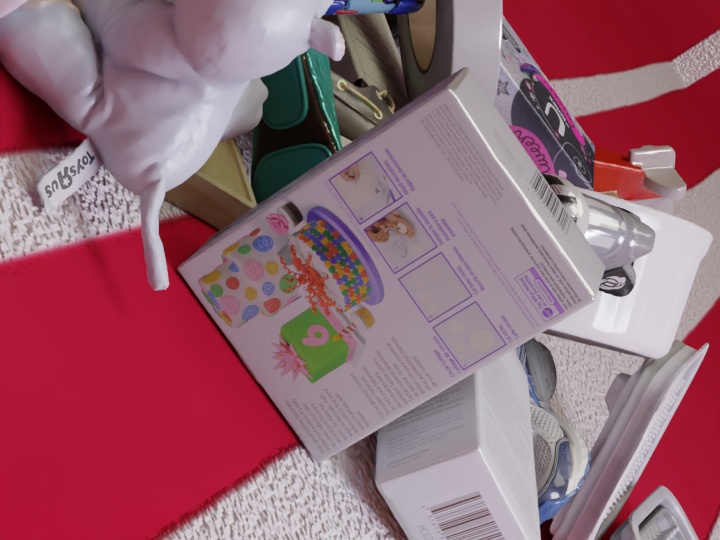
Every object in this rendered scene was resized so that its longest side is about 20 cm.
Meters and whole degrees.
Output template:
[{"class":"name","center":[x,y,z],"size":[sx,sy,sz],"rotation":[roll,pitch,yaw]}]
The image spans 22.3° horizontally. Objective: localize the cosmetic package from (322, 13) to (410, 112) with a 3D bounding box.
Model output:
[{"class":"cosmetic package","center":[-0.015,-0.148,1.390],"size":[0.103,0.073,0.201],"rotation":[37,28,-45]}]

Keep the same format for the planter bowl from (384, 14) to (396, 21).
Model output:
[{"class":"planter bowl","center":[-0.001,-0.288,1.493],"size":[0.200,0.200,0.135],"rotation":[37,46,-45]}]

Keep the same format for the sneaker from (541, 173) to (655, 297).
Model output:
[{"class":"sneaker","center":[0.111,-0.005,1.154],"size":[0.115,0.200,0.075],"rotation":[13,78,-27]}]

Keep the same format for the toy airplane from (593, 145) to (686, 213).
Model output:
[{"class":"toy airplane","center":[0.199,-0.070,1.693],"size":[0.199,0.142,0.200],"rotation":[31,24,24]}]

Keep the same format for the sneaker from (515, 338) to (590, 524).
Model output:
[{"class":"sneaker","center":[0.099,0.104,1.307],"size":[0.085,0.077,0.200],"rotation":[36,20,-27]}]

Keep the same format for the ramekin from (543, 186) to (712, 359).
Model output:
[{"class":"ramekin","center":[0.145,-0.003,1.321],"size":[0.200,0.200,0.098],"rotation":[19,85,-61]}]

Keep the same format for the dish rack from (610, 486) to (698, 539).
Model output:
[{"class":"dish rack","center":[0.255,0.276,1.431],"size":[0.201,0.043,0.172],"rotation":[63,20,6]}]

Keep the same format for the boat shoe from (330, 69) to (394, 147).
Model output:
[{"class":"boat shoe","center":[-0.012,-0.106,1.246],"size":[0.201,0.061,0.072],"rotation":[25,-8,-23]}]

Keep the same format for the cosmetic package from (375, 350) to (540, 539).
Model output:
[{"class":"cosmetic package","center":[0.062,0.099,1.171],"size":[0.200,0.071,0.102],"rotation":[-86,151,-58]}]

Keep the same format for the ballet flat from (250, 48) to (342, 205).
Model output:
[{"class":"ballet flat","center":[-0.036,-0.082,1.165],"size":[0.070,0.067,0.201],"rotation":[-8,89,-67]}]

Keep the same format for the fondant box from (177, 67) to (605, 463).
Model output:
[{"class":"fondant box","center":[0.017,-0.001,1.046],"size":[0.145,0.200,0.058],"rotation":[54,21,-8]}]

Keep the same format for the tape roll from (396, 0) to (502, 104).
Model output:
[{"class":"tape roll","center":[0.060,-0.195,1.303],"size":[0.203,0.037,0.204],"rotation":[175,-90,-81]}]

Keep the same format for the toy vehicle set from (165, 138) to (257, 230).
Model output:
[{"class":"toy vehicle set","center":[-0.133,-0.128,1.141],"size":[0.124,0.026,0.201],"rotation":[33,31,-51]}]

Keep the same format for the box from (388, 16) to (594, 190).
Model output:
[{"class":"box","center":[0.091,-0.129,1.528],"size":[0.200,0.132,0.115],"rotation":[52,20,-15]}]

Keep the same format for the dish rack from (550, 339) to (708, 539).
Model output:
[{"class":"dish rack","center":[0.198,0.130,1.384],"size":[0.043,0.172,0.200],"rotation":[29,14,14]}]

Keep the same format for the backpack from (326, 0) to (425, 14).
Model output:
[{"class":"backpack","center":[-0.069,-0.241,1.252],"size":[0.182,0.199,0.135],"rotation":[21,-65,58]}]

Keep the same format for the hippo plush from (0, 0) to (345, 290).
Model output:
[{"class":"hippo plush","center":[-0.100,-0.135,0.982],"size":[0.159,0.161,0.200],"rotation":[37,36,-11]}]

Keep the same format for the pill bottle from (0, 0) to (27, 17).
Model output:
[{"class":"pill bottle","center":[-0.227,-0.237,0.947],"size":[0.200,0.114,0.114],"rotation":[49,21,-24]}]
